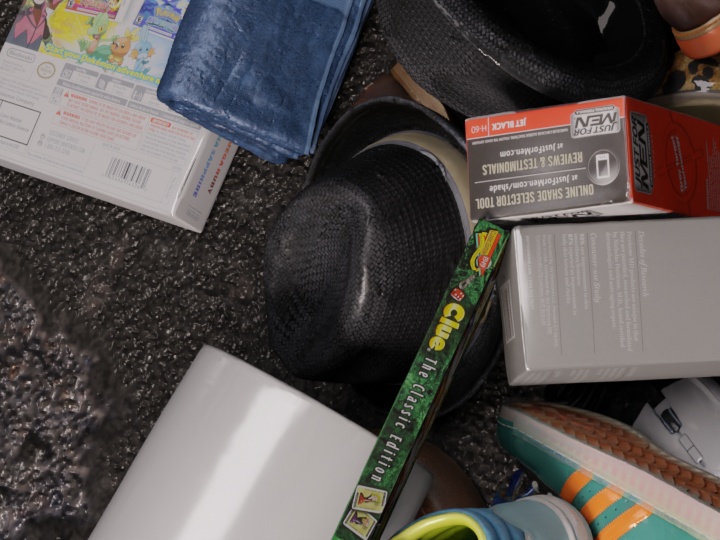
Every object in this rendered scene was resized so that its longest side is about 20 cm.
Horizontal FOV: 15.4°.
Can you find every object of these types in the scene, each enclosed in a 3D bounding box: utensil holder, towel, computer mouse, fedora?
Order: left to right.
[{"bbox_3d":[-0.071,0.167,1.531,0.170,0.170,0.201,25,82,34],"label":"utensil holder"},{"bbox_3d":[-0.048,-0.178,1.718,0.201,0.111,0.049,-67,15,-7],"label":"towel"},{"bbox_3d":[0.000,0.000,1.570,0.200,0.091,0.202,16,112,44],"label":"fedora"},{"bbox_3d":[0.077,-0.147,1.517,0.092,0.200,0.201,-51,51,39],"label":"fedora"},{"bbox_3d":[0.189,0.095,1.516,0.110,0.044,0.200,-44,57,7],"label":"computer mouse"}]

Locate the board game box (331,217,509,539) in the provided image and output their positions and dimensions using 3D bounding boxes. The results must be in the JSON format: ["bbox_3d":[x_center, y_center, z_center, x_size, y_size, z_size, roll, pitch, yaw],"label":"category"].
[{"bbox_3d":[0.028,0.078,1.427,0.023,0.105,0.201,24,69,3],"label":"board game box"}]

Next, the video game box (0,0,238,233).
[{"bbox_3d":[-0.156,-0.138,1.800,0.199,0.047,0.183,19,84,33],"label":"video game box"}]

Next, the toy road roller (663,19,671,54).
[{"bbox_3d":[0.091,-0.176,1.647,0.200,0.146,0.123,43,96,-4],"label":"toy road roller"}]

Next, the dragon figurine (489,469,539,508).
[{"bbox_3d":[0.099,0.217,1.512,0.099,0.059,0.201,6,78,32],"label":"dragon figurine"}]

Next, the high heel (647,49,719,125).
[{"bbox_3d":[0.232,-0.155,1.570,0.199,0.071,0.143,-6,68,18],"label":"high heel"}]

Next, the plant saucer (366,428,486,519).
[{"bbox_3d":[-0.012,0.189,1.605,0.199,0.032,0.201,-11,66,25],"label":"plant saucer"}]

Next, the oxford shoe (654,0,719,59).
[{"bbox_3d":[0.201,-0.204,1.559,0.071,0.073,0.200,-30,24,22],"label":"oxford shoe"}]

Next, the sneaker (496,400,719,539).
[{"bbox_3d":[0.145,0.137,1.474,0.200,0.071,0.080,29,109,40],"label":"sneaker"}]

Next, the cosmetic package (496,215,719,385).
[{"bbox_3d":[0.179,0.016,1.460,0.199,0.107,0.091,-5,83,-5],"label":"cosmetic package"}]

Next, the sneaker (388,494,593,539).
[{"bbox_3d":[0.032,0.205,1.439,0.079,0.130,0.201,37,106,34],"label":"sneaker"}]

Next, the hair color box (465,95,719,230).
[{"bbox_3d":[0.150,-0.051,1.492,0.101,0.200,0.062,-6,83,30],"label":"hair color box"}]

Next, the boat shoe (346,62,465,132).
[{"bbox_3d":[0.055,-0.047,1.632,0.070,0.070,0.200,-41,49,2],"label":"boat shoe"}]
